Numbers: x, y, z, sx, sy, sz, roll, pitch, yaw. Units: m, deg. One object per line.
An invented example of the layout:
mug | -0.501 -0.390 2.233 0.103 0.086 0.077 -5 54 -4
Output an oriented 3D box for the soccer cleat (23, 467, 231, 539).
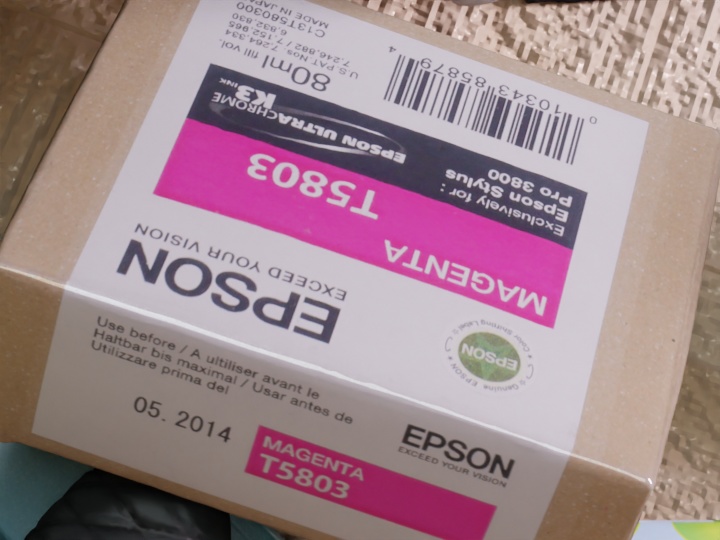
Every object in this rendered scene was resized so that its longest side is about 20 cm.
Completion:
soccer cleat | -0.100 0.136 0.705 0.067 0.081 0.200 32 78 7

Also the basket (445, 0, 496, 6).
basket | -0.034 -0.215 0.766 0.160 0.198 0.201 6 70 23

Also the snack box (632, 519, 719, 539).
snack box | 0.090 0.179 0.740 0.141 0.053 0.201 1 70 -7

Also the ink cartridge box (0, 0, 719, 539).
ink cartridge box | 0.000 0.000 0.750 0.199 0.075 0.165 19 44 -1

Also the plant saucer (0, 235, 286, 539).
plant saucer | -0.082 0.075 0.775 0.070 0.019 0.200 -41 81 -17

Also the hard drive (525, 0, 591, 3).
hard drive | 0.159 -0.139 0.812 0.199 0.140 0.038 -4 72 -7
